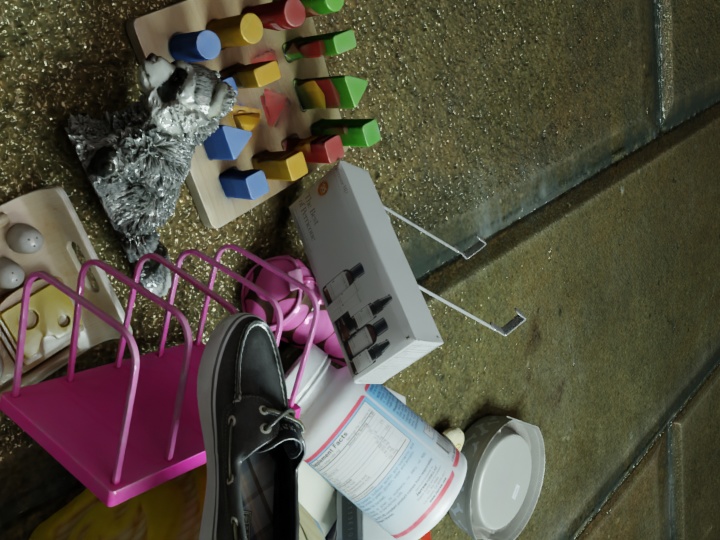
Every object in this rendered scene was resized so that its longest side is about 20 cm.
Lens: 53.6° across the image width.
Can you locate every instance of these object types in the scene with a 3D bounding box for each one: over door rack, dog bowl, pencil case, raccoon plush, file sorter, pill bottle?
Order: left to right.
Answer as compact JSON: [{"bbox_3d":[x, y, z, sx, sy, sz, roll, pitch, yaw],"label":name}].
[{"bbox_3d":[-0.148,0.061,0.564,0.199,0.138,0.127,-12,123,-55],"label":"file sorter"},{"bbox_3d":[-0.159,-0.085,0.610,0.133,0.097,0.201,-27,146,-17],"label":"raccoon plush"},{"bbox_3d":[-0.030,0.048,0.772,0.199,0.093,0.092,25,61,-45],"label":"pencil case"},{"bbox_3d":[0.001,0.169,0.718,0.200,0.109,0.109,41,64,-1],"label":"pill bottle"},{"bbox_3d":[0.081,0.005,0.830,0.198,0.149,0.067,16,127,-31],"label":"over door rack"},{"bbox_3d":[0.204,0.314,1.081,0.199,0.058,0.203,-11,105,-44],"label":"dog bowl"}]

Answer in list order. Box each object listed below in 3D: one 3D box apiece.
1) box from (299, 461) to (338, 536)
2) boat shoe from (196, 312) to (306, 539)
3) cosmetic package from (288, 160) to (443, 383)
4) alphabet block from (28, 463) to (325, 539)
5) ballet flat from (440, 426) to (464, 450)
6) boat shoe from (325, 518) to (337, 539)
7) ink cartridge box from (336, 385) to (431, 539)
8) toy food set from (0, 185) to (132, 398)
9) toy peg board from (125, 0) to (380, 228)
[{"bbox_3d":[-0.101,0.215,0.747,0.082,0.068,0.201,-52,130,-24],"label":"box"},{"bbox_3d":[-0.065,0.119,0.460,0.070,0.066,0.202,29,52,-43],"label":"boat shoe"},{"bbox_3d":[0.000,0.000,0.688,0.050,0.082,0.202,14,46,-52],"label":"cosmetic package"},{"bbox_3d":[-0.135,0.276,0.588,0.196,0.195,0.201,-37,121,-4],"label":"alphabet block"},{"bbox_3d":[0.094,0.304,0.968,0.201,0.056,0.067,-56,132,-23],"label":"ballet flat"},{"bbox_3d":[-0.018,0.281,0.851,0.075,0.092,0.201,52,32,-17],"label":"boat shoe"},{"bbox_3d":[0.042,0.244,0.837,0.173,0.043,0.202,33,42,-38],"label":"ink cartridge box"},{"bbox_3d":[-0.283,0.045,0.538,0.200,0.060,0.145,-38,122,-35],"label":"toy food set"},{"bbox_3d":[-0.082,-0.171,0.679,0.199,0.097,0.202,-37,121,-35],"label":"toy peg board"}]
